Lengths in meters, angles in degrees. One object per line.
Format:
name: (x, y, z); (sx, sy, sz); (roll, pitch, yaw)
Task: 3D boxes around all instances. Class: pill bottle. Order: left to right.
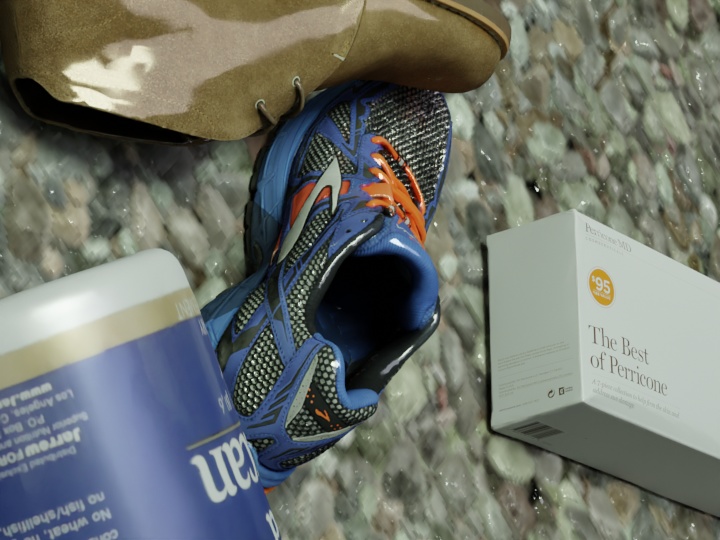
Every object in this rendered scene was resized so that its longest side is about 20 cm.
pill bottle: (-0.071, 0.104, 0.776); (0.111, 0.111, 0.201); (-21, 92, -53)

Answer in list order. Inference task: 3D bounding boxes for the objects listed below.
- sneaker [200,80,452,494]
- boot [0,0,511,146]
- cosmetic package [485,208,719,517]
sneaker: (0.000, 0.000, 0.941); (0.075, 0.078, 0.201); (49, 42, -27)
boot: (-0.035, -0.073, 0.926); (0.199, 0.073, 0.076); (7, 74, -31)
cosmetic package: (0.131, 0.045, 1.113); (0.199, 0.050, 0.083); (23, 57, -46)
